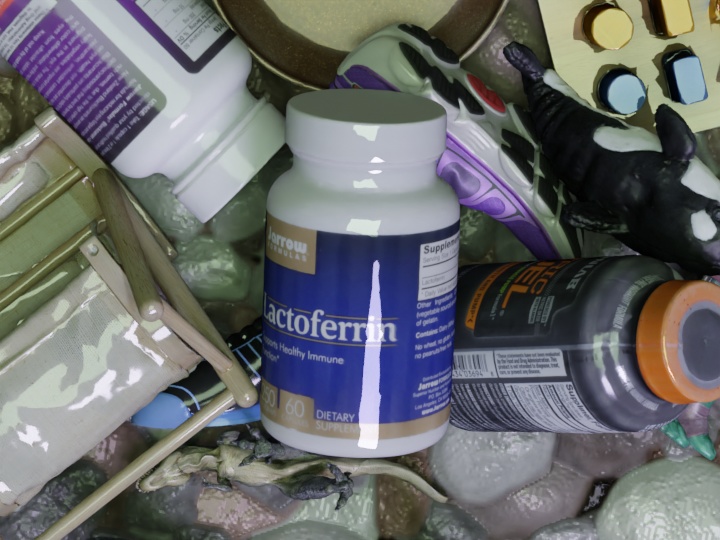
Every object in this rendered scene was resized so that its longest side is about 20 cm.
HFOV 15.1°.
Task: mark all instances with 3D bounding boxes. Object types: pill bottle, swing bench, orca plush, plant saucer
[{"bbox_3d":[-0.137,-0.128,1.659,0.111,0.111,0.200,-44,95,5],"label":"pill bottle"},{"bbox_3d":[0.134,0.045,1.631,0.106,0.200,0.107,3,86,-41],"label":"pill bottle"},{"bbox_3d":[-0.203,0.045,1.658,0.199,0.200,0.130,-37,138,5],"label":"swing bench"},{"bbox_3d":[0.000,0.000,1.602,0.115,0.116,0.201,2,105,0],"label":"pill bottle"},{"bbox_3d":[0.146,-0.059,1.631,0.071,0.105,0.200,-30,72,-31],"label":"orca plush"},{"bbox_3d":[0.000,-0.208,1.688,0.200,0.037,0.201,0,97,-1],"label":"plant saucer"}]

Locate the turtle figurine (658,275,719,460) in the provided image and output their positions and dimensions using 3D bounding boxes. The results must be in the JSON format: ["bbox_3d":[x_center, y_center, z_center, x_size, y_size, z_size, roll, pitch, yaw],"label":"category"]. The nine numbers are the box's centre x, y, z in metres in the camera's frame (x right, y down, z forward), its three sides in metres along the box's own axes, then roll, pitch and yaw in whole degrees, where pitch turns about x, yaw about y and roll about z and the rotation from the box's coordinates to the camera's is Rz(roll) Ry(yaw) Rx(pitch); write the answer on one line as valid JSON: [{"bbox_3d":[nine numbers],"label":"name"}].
[{"bbox_3d":[0.250,0.020,1.689,0.150,0.101,0.200,30,100,-45],"label":"turtle figurine"}]

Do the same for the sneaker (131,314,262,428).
[{"bbox_3d":[-0.050,0.049,1.706,0.199,0.070,0.078,-9,96,-6],"label":"sneaker"}]

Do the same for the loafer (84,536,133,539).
[{"bbox_3d":[-0.104,0.222,1.691,0.200,0.072,0.063,22,114,-36],"label":"loafer"}]

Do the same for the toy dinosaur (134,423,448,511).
[{"bbox_3d":[-0.041,0.125,1.703,0.199,0.088,0.048,6,84,-1],"label":"toy dinosaur"}]

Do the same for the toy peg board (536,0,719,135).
[{"bbox_3d":[0.207,-0.184,1.661,0.199,0.098,0.200,-14,97,2],"label":"toy peg board"}]

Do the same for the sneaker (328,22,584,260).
[{"bbox_3d":[0.061,-0.070,1.683,0.200,0.081,0.083,42,120,-20],"label":"sneaker"}]
